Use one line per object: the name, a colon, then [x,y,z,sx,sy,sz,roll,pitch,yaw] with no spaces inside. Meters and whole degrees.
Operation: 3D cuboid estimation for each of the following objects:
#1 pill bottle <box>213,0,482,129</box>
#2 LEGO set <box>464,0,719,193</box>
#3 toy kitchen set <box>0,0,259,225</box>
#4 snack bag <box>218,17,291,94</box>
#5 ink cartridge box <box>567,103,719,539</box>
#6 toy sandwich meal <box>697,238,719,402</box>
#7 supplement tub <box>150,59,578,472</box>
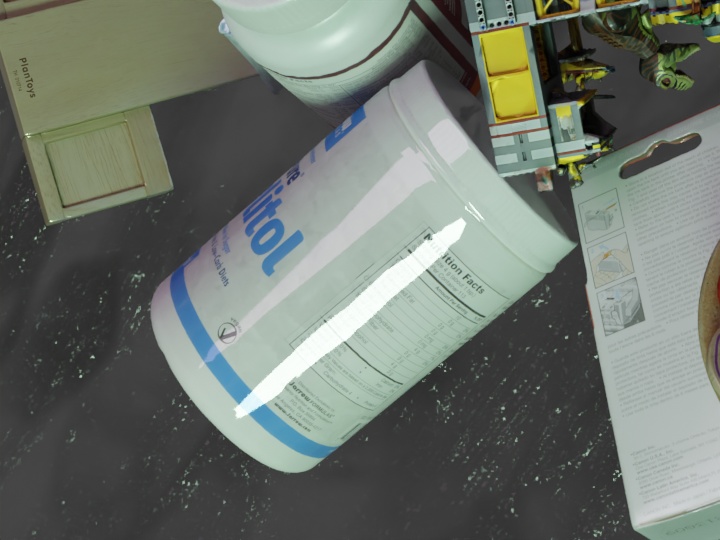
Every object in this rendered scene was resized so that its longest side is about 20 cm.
pill bottle: [-0.009,-0.143,1.021,0.109,0.200,0.110,-7,72,21]
LEGO set: [0.132,-0.106,0.949,0.153,0.200,0.116,-10,100,9]
toy kitchen set: [-0.157,-0.145,1.237,0.163,0.180,0.201,-16,92,-13]
snack bag: [-0.034,-0.214,1.092,0.021,0.200,0.189,23,83,18]
ink cartridge box: [0.171,0.024,0.923,0.109,0.050,0.200,-23,56,26]
toy sandwich meal: [0.248,0.013,0.824,0.205,0.070,0.206,-4,61,7]
supplement tub: [0.000,0.000,1.004,0.200,0.132,0.132,-41,51,13]
